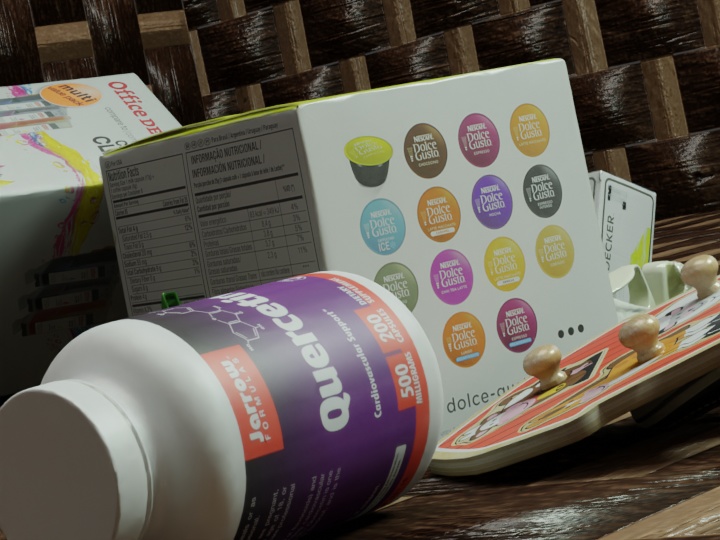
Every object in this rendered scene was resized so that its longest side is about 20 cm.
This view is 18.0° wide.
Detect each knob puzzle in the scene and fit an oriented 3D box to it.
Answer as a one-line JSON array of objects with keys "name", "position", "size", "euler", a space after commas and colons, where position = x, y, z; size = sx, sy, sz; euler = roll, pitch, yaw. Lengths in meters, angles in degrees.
[{"name": "knob puzzle", "position": [0.113, 0.043, 1.102], "size": [0.219, 0.031, 0.220], "euler": [-30, 5, 3]}]

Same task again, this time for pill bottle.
[{"name": "pill bottle", "position": [-0.061, 0.068, 0.971], "size": [0.112, 0.113, 0.200], "euler": [-10, 3, 39]}]

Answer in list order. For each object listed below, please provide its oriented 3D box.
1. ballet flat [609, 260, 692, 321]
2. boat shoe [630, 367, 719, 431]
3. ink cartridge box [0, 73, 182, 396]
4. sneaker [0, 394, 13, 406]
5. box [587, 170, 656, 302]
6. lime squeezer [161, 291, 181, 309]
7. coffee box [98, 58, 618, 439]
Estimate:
[{"name": "ballet flat", "position": [0.184, 0.026, 1.430], "size": [0.069, 0.070, 0.200], "euler": [-10, 2, 31]}, {"name": "boat shoe", "position": [0.223, 0.034, 1.086], "size": [0.199, 0.062, 0.075], "euler": [-27, 5, 7]}, {"name": "ink cartridge box", "position": [-0.206, -0.022, 1.406], "size": [0.199, 0.145, 0.145], "euler": [-9, 33, -26]}, {"name": "sneaker", "position": [-0.268, 0.123, 1.504], "size": [0.199, 0.075, 0.087], "euler": [-14, -24, 13]}, {"name": "box", "position": [0.107, 0.006, 1.571], "size": [0.060, 0.117, 0.200], "euler": [18, -20, -40]}, {"name": "lime squeezer", "position": [-0.058, 0.087, 1.189], "size": [0.038, 0.071, 0.200], "euler": [6, 23, -33]}, {"name": "coffee box", "position": [0.000, 0.000, 1.296], "size": [0.199, 0.199, 0.200], "euler": [-13, 3, -38]}]
